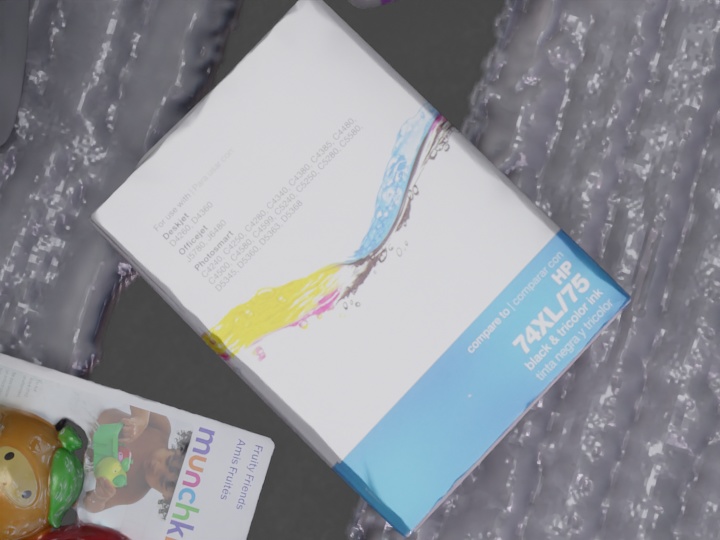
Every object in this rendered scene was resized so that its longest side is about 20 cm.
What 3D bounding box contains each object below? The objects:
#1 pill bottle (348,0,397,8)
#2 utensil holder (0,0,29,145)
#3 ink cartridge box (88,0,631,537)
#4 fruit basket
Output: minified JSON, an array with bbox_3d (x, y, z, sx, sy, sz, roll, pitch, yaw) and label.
[{"bbox_3d":[0.076,-0.204,0.878,0.199,0.104,0.105,-16,85,0],"label":"pill bottle"},{"bbox_3d":[-0.270,-0.138,0.854,0.199,0.170,0.171,2,85,-1],"label":"utensil holder"},{"bbox_3d":[0.000,0.000,0.842,0.200,0.147,0.146,44,88,4],"label":"ink cartridge box"},{"bbox_3d":[-0.162,0.141,0.863,0.199,0.094,0.186,18,86,0],"label":"fruit basket"}]
